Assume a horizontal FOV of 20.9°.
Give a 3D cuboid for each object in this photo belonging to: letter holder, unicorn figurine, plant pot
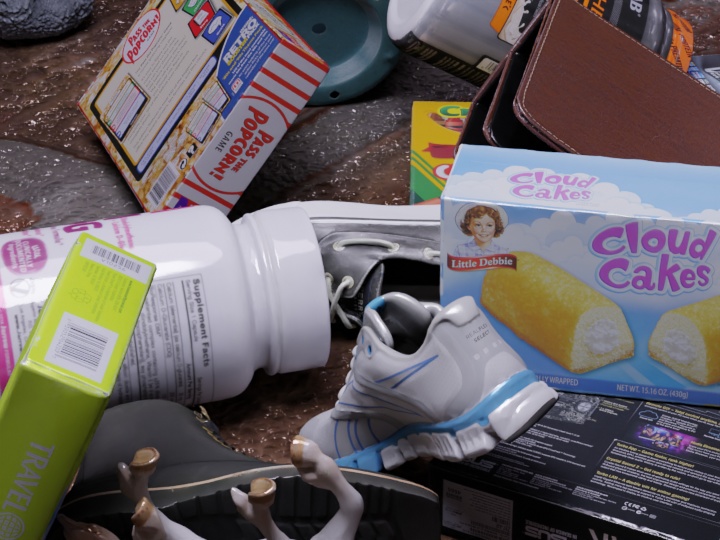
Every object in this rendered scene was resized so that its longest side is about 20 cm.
[{"bbox_3d":[0.161,-0.046,1.155,0.200,0.101,0.142,32,40,-8],"label":"letter holder"},{"bbox_3d":[-0.038,0.148,0.912,0.200,0.138,0.074,5,37,38],"label":"unicorn figurine"},{"bbox_3d":[-0.041,-0.235,1.504,0.199,0.200,0.188,-3,45,-4],"label":"plant pot"}]

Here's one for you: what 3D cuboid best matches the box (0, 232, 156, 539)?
[{"bbox_3d":[-0.164,0.094,0.944,0.048,0.200,0.122,24,29,-8],"label":"box"}]

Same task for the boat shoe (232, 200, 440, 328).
[{"bbox_3d":[0.000,0.000,1.197,0.199,0.071,0.064,-5,41,5],"label":"boat shoe"}]

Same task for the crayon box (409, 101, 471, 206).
[{"bbox_3d":[0.095,-0.064,1.315,0.127,0.051,0.200,0,30,1],"label":"crayon box"}]

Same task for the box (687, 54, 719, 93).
[{"bbox_3d":[0.319,-0.096,1.380,0.157,0.050,0.200,-5,30,-9],"label":"box"}]

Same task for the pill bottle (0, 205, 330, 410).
[{"bbox_3d":[-0.124,0.024,1.113,0.199,0.114,0.113,-9,31,-12],"label":"pill bottle"}]

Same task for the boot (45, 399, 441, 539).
[{"bbox_3d":[-0.060,0.106,1.021,0.199,0.078,0.138,0,25,-1],"label":"boot"}]

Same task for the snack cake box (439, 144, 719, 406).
[{"bbox_3d":[0.145,0.004,1.058,0.199,0.115,0.067,5,31,12],"label":"snack cake box"}]

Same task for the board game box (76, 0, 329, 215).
[{"bbox_3d":[-0.114,-0.126,1.347,0.046,0.152,0.200,29,14,-34],"label":"board game box"}]

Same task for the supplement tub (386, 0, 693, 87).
[{"bbox_3d":[0.130,-0.177,1.397,0.200,0.123,0.123,22,25,-18],"label":"supplement tub"}]

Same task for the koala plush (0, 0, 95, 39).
[{"bbox_3d":[-0.328,-0.274,1.626,0.200,0.184,0.177,0,35,45],"label":"koala plush"}]

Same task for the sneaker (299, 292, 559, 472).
[{"bbox_3d":[0.021,0.055,1.016,0.075,0.087,0.200,-33,5,-35],"label":"sneaker"}]

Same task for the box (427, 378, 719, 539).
[{"bbox_3d":[0.158,0.106,1.041,0.200,0.044,0.160,14,33,24],"label":"box"}]
